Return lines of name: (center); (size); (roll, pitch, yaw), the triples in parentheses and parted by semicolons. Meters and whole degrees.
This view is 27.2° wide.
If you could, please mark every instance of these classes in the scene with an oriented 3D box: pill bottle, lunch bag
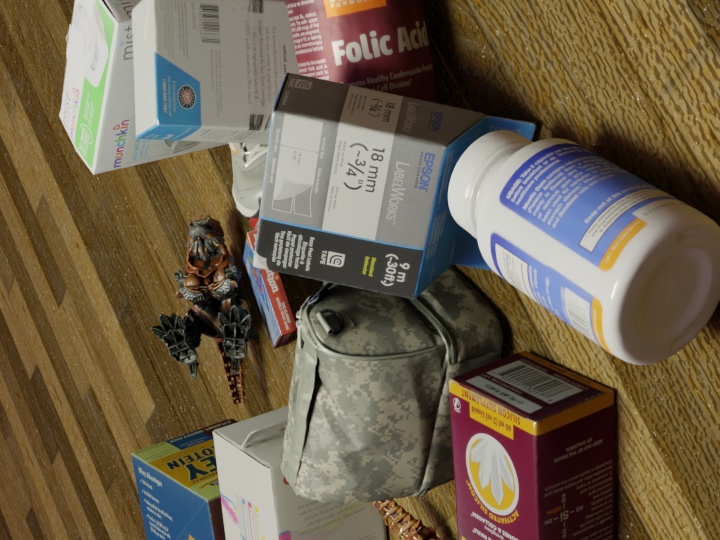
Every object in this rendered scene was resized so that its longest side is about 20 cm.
pill bottle: (0.153, -0.026, 1.055); (0.200, 0.111, 0.113); (38, 135, 46)
lunch bag: (0.015, 0.099, 1.286); (0.139, 0.166, 0.202); (46, 140, 37)
pill bottle: (0.000, -0.198, 1.224); (0.114, 0.113, 0.202); (5, 108, 58)

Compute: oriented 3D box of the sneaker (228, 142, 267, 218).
sneaker: (-0.102, -0.127, 1.376); (0.092, 0.075, 0.201); (60, -172, -32)

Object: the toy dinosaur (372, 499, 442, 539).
toy dinosaur: (0.064, 0.302, 1.402); (0.135, 0.102, 0.202); (-35, 58, 35)

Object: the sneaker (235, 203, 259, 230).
sneaker: (-0.047, -0.057, 1.429); (0.085, 0.077, 0.200); (59, 157, -9)

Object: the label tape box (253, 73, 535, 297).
label tape box: (0.024, -0.059, 1.160); (0.064, 0.198, 0.145); (-77, -2, -55)

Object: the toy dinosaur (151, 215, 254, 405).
toy dinosaur: (-0.148, 0.046, 1.602); (0.201, 0.102, 0.136); (57, -163, -15)

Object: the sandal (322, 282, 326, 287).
sandal: (0.001, 0.000, 1.370); (0.057, 0.080, 0.203); (28, 135, 27)

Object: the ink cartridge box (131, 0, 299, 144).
ink cartridge box: (-0.094, -0.171, 1.293); (0.067, 0.198, 0.117); (163, 105, -63)

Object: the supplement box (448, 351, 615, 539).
supplement box: (0.140, 0.182, 1.201); (0.110, 0.085, 0.202); (23, 124, 52)

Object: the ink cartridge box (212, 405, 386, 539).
ink cartridge box: (-0.061, 0.230, 1.514); (0.125, 0.128, 0.202); (20, 120, 54)

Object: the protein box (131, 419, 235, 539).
protein box: (-0.145, 0.302, 1.678); (0.198, 0.134, 0.202); (15, 117, 56)

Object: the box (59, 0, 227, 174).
box: (-0.195, -0.214, 1.478); (0.097, 0.175, 0.201); (55, 144, 28)

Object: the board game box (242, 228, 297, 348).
board game box: (-0.092, 0.021, 1.499); (0.200, 0.019, 0.104); (131, 119, -82)
